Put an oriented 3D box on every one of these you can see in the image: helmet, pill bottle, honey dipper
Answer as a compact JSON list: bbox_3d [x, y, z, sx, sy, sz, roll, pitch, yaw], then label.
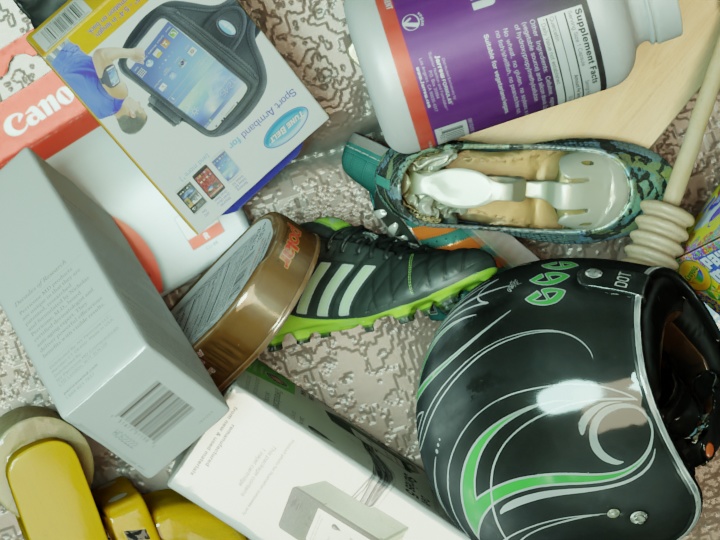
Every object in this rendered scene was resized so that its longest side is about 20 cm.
[{"bbox_3d":[0.127,0.093,1.446,0.190,0.200,0.201,-16,99,29],"label":"helmet"},{"bbox_3d":[0.096,-0.154,1.440,0.199,0.112,0.113,-18,98,2],"label":"pill bottle"},{"bbox_3d":[0.217,-0.090,1.472,0.038,0.038,0.201,21,85,-3],"label":"honey dipper"}]

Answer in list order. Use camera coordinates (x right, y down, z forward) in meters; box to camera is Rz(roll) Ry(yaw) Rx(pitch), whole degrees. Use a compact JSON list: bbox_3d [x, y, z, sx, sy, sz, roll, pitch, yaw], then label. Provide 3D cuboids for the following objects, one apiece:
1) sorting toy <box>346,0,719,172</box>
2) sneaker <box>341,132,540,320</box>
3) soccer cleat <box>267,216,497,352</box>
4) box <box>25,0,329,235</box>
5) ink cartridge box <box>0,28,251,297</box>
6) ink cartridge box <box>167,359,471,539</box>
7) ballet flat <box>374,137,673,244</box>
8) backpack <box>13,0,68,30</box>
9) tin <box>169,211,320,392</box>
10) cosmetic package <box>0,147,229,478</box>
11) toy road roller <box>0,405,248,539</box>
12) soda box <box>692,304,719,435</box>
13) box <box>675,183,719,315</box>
[{"bbox_3d":[0.127,-0.163,1.530,0.199,0.070,0.200,39,96,-5],"label":"sorting toy"},{"bbox_3d":[0.057,-0.010,1.550,0.200,0.071,0.080,39,93,-6],"label":"sneaker"},{"bbox_3d":[0.000,0.000,1.518,0.199,0.067,0.082,-13,91,37],"label":"soccer cleat"},{"bbox_3d":[-0.108,-0.115,1.469,0.119,0.041,0.200,-42,125,-2],"label":"box"},{"bbox_3d":[-0.188,-0.067,1.554,0.162,0.050,0.201,-31,100,4],"label":"ink cartridge box"},{"bbox_3d":[-0.022,0.151,1.535,0.199,0.146,0.084,34,95,-5],"label":"ink cartridge box"},{"bbox_3d":[0.109,-0.050,1.477,0.199,0.074,0.075,-1,98,-1],"label":"ballet flat"},{"bbox_3d":[-0.150,-0.243,1.491,0.200,0.127,0.167,-38,109,4],"label":"backpack"},{"bbox_3d":[-0.096,0.037,1.509,0.042,0.112,0.200,36,130,-12],"label":"tin"},{"bbox_3d":[-0.172,0.025,1.440,0.071,0.200,0.101,-40,140,6],"label":"cosmetic package"},{"bbox_3d":[-0.161,0.175,1.556,0.145,0.123,0.201,-23,98,-12],"label":"toy road roller"},{"bbox_3d":[0.212,0.082,1.567,0.068,0.064,0.200,38,96,-5],"label":"soda box"},{"bbox_3d":[0.342,-0.029,1.488,0.192,0.122,0.200,40,72,-5],"label":"box"}]
